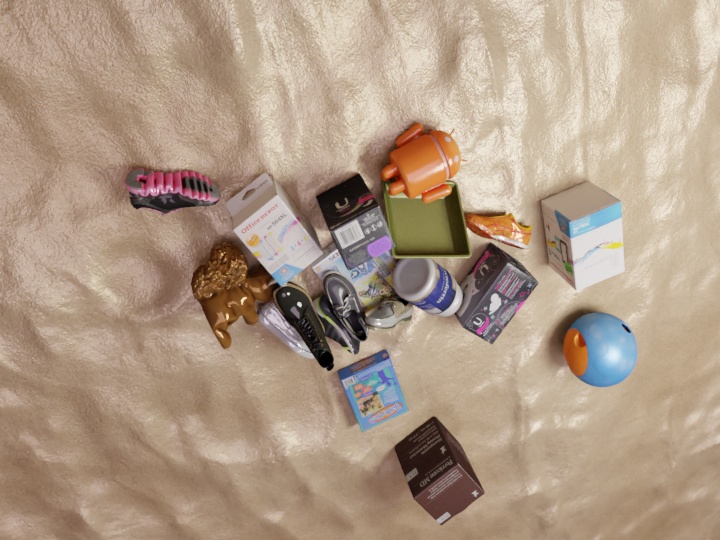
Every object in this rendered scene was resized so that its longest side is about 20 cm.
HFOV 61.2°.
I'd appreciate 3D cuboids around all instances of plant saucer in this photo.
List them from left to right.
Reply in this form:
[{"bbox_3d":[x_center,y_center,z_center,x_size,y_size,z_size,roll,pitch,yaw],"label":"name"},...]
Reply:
[{"bbox_3d":[0.148,-0.112,1.426,0.193,0.206,0.048,0,156,-14],"label":"plant saucer"}]

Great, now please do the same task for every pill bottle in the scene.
[{"bbox_3d":[0.171,0.041,1.496,0.116,0.116,0.199,-46,143,11],"label":"pill bottle"}]

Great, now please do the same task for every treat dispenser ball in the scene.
[{"bbox_3d":[0.670,0.221,1.704,0.194,0.202,0.207,-6,119,-12],"label":"treat dispenser ball"}]

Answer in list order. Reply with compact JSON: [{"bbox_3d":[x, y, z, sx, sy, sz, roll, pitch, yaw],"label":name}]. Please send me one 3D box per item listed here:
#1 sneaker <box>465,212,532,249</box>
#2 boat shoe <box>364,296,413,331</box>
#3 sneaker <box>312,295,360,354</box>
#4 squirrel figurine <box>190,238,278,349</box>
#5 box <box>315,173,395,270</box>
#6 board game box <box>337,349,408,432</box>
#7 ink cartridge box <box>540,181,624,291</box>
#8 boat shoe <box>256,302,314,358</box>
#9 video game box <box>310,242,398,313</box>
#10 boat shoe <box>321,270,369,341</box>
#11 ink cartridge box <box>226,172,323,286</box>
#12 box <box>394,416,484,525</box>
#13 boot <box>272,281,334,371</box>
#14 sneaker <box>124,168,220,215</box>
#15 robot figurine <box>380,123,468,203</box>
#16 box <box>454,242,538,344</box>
[{"bbox_3d":[0.344,-0.113,1.533,0.195,0.073,0.080,14,91,-26],"label":"sneaker"},{"bbox_3d":[0.072,0.101,1.513,0.073,0.198,0.071,17,104,26],"label":"boat shoe"},{"bbox_3d":[-0.071,0.140,1.551,0.081,0.073,0.202,-19,122,24],"label":"sneaker"},{"bbox_3d":[-0.280,0.035,1.391,0.183,0.142,0.204,-28,123,-7],"label":"squirrel figurine"},{"bbox_3d":[-0.015,-0.112,1.347,0.120,0.201,0.108,-26,121,0],"label":"box"},{"bbox_3d":[0.037,0.334,1.679,0.148,0.045,0.204,-22,120,-4],"label":"board game box"},{"bbox_3d":[0.566,-0.088,1.549,0.142,0.147,0.204,-21,120,-4],"label":"ink cartridge box"},{"bbox_3d":[-0.167,0.145,1.511,0.065,0.074,0.199,-42,120,14],"label":"boat shoe"},{"bbox_3d":[0.000,0.000,1.499,0.180,0.047,0.201,-35,120,7],"label":"video game box"},{"bbox_3d":[-0.030,0.090,1.475,0.071,0.063,0.203,-27,120,4],"label":"boat shoe"},{"bbox_3d":[-0.195,-0.098,1.349,0.127,0.126,0.201,-36,121,6],"label":"ink cartridge box"},{"bbox_3d":[0.226,0.577,1.766,0.165,0.201,0.165,-38,120,6],"label":"box"},{"bbox_3d":[-0.122,0.127,1.399,0.077,0.139,0.201,-35,129,3],"label":"boot"},{"bbox_3d":[-0.401,-0.158,1.304,0.194,0.081,0.097,5,137,-17],"label":"sneaker"},{"bbox_3d":[0.142,-0.241,1.373,0.196,0.146,0.118,-26,141,-2],"label":"robot figurine"},{"bbox_3d":[0.336,0.057,1.569,0.113,0.133,0.202,29,106,-22],"label":"box"}]
